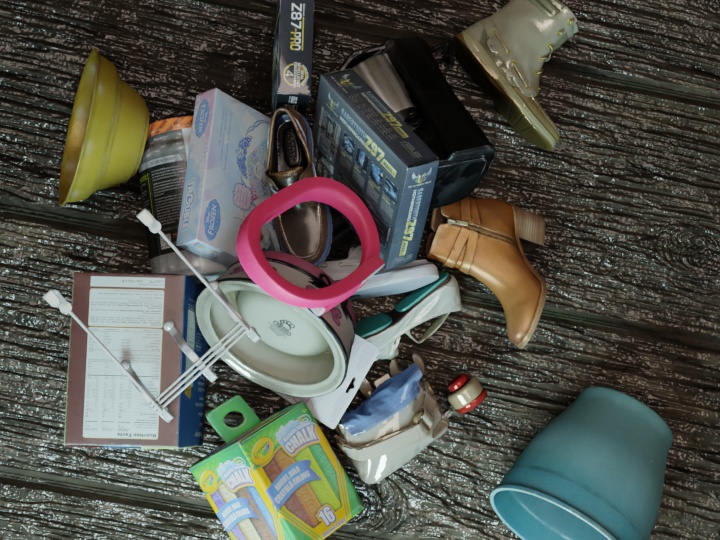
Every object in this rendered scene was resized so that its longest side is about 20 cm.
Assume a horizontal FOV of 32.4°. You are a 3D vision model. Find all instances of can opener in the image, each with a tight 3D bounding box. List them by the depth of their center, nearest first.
[{"bbox_3d":[-0.018,-0.066,1.603,0.078,0.064,0.200,17,46,34],"label":"can opener"}]

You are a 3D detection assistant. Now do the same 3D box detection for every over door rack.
[{"bbox_3d":[-0.228,0.047,1.376,0.148,0.067,0.200,-42,106,-5],"label":"over door rack"}]

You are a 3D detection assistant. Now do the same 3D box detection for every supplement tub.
[{"bbox_3d":[-0.217,-0.088,1.581,0.122,0.123,0.201,-8,85,-6],"label":"supplement tub"}]

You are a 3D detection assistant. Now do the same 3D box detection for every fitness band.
[{"bbox_3d":[-0.054,-0.030,1.413,0.144,0.037,0.200,49,44,6],"label":"fitness band"}]

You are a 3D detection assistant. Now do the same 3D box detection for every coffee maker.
[{"bbox_3d":[0.086,-0.194,1.591,0.191,0.135,0.201,-27,68,-9],"label":"coffee maker"}]

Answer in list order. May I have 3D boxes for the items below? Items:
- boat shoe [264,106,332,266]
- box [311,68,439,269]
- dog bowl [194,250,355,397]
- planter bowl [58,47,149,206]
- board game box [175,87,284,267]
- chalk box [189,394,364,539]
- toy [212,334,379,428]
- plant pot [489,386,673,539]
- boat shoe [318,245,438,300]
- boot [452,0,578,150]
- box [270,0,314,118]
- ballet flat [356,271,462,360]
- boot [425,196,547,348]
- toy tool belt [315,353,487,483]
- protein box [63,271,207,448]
[{"bbox_3d":[-0.085,-0.102,1.508,0.072,0.072,0.201,-15,77,9],"label":"boat shoe"},{"bbox_3d":[0.010,-0.124,1.503,0.051,0.158,0.200,-18,48,-28],"label":"box"},{"bbox_3d":[-0.094,0.059,1.482,0.199,0.200,0.074,31,52,-1],"label":"dog bowl"},{"bbox_3d":[-0.315,-0.170,1.556,0.083,0.200,0.202,12,82,-19],"label":"planter bowl"},{"bbox_3d":[-0.133,-0.096,1.553,0.199,0.043,0.201,26,62,-45],"label":"board game box"},{"bbox_3d":[-0.114,0.247,1.528,0.124,0.124,0.201,-30,89,-44],"label":"chalk box"},{"bbox_3d":[-0.079,0.105,1.586,0.199,0.047,0.116,30,87,19],"label":"toy"},{"bbox_3d":[0.294,0.258,1.566,0.200,0.200,0.188,35,66,-1],"label":"plant pot"},{"bbox_3d":[0.000,0.000,1.607,0.199,0.074,0.066,-8,78,5],"label":"boat shoe"},{"bbox_3d":[0.241,-0.278,1.675,0.154,0.072,0.200,-38,88,-11],"label":"boot"},{"bbox_3d":[-0.087,-0.276,1.576,0.049,0.200,0.162,1,82,-6],"label":"box"},{"bbox_3d":[0.050,0.077,1.623,0.199,0.069,0.070,-31,87,-9],"label":"ballet flat"},{"bbox_3d":[0.159,-0.002,1.617,0.154,0.074,0.201,13,61,-15],"label":"boot"},{"bbox_3d":[0.050,0.168,1.578,0.200,0.125,0.123,-36,94,-5],"label":"toy tool belt"},{"bbox_3d":[-0.266,0.113,1.510,0.134,0.199,0.201,2,83,1],"label":"protein box"}]
